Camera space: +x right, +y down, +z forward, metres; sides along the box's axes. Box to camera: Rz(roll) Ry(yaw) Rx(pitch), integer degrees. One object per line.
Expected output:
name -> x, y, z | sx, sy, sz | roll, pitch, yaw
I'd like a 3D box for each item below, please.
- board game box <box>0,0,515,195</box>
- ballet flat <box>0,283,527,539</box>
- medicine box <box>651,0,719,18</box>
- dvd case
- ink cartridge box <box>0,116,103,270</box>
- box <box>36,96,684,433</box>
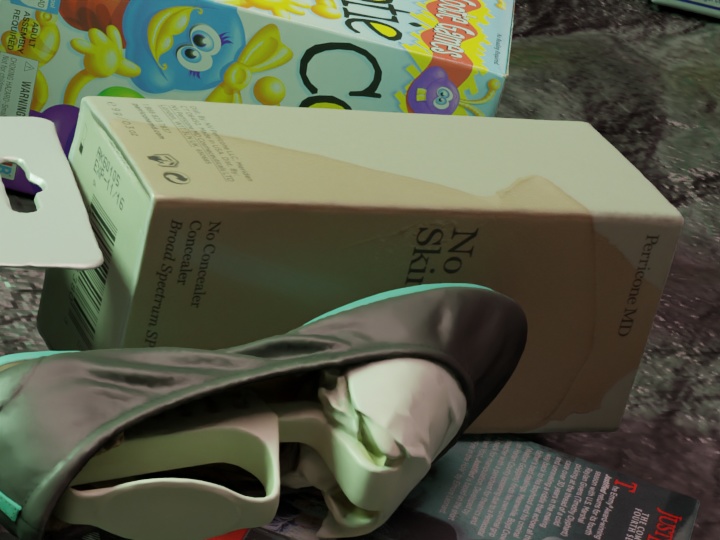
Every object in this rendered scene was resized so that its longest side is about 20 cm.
board game box -> -0.046, -0.077, 1.049 | 0.200, 0.105, 0.103 | 14, 25, -1
ballet flat -> -0.026, 0.054, 0.794 | 0.200, 0.068, 0.068 | -10, 43, -24
medicine box -> 0.275, -0.237, 1.456 | 0.182, 0.200, 0.103 | 13, 25, -5
dvd case -> 0.006, 0.082, 0.844 | 0.200, 0.022, 0.146 | 17, 25, 7
ink cartridge box -> -0.191, 0.002, 0.818 | 0.200, 0.068, 0.116 | -1, 29, -16
box -> 0.000, 0.000, 0.879 | 0.200, 0.095, 0.078 | 0, 28, -26
